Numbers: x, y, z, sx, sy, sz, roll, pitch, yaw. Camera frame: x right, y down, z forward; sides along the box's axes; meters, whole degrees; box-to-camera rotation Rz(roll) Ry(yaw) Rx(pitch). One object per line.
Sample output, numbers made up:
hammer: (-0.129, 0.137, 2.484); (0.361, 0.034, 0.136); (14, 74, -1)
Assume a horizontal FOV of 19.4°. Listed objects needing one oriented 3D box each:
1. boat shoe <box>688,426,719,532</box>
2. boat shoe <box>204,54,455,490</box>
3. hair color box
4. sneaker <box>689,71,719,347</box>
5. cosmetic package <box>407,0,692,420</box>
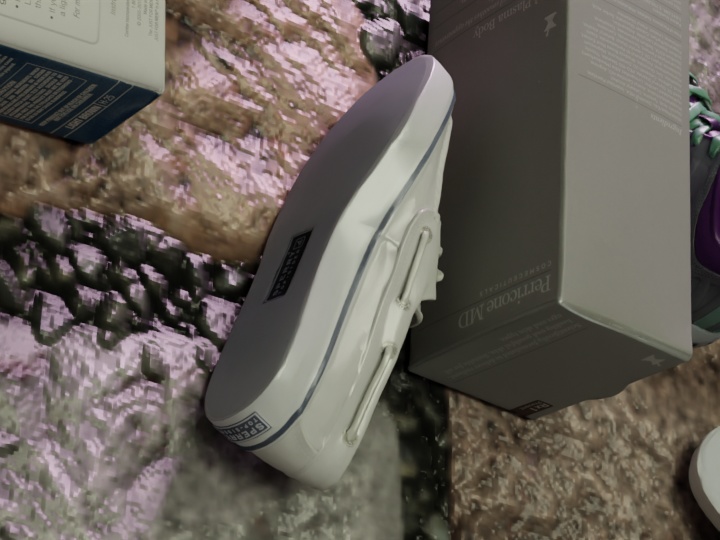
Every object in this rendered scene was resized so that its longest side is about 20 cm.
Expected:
boat shoe: (0.240, 0.147, 1.023); (0.199, 0.068, 0.072); (30, 60, -1)
boat shoe: (0.000, 0.000, 0.888); (0.065, 0.073, 0.201); (41, 60, -25)
hair color box: (-0.171, -0.125, 0.796); (0.199, 0.060, 0.101); (16, 62, -35)
sneaker: (0.162, -0.068, 1.033); (0.074, 0.087, 0.202); (-9, 78, -42)
cosmetic package: (0.087, -0.046, 0.949); (0.090, 0.107, 0.201); (24, 56, -30)
